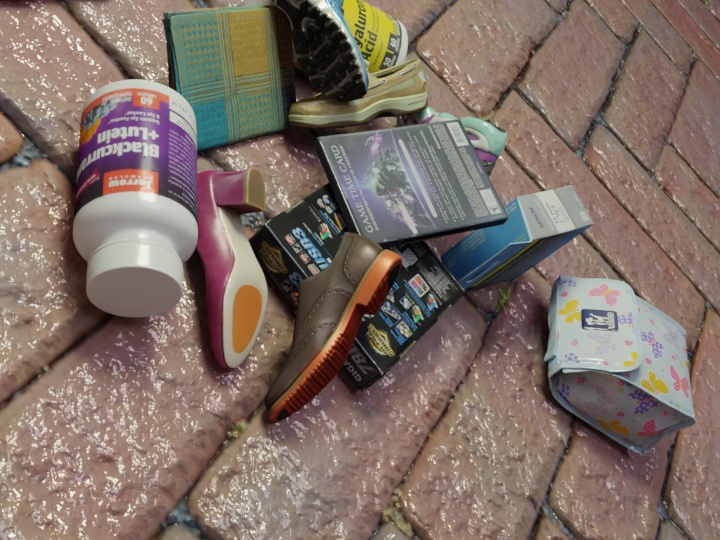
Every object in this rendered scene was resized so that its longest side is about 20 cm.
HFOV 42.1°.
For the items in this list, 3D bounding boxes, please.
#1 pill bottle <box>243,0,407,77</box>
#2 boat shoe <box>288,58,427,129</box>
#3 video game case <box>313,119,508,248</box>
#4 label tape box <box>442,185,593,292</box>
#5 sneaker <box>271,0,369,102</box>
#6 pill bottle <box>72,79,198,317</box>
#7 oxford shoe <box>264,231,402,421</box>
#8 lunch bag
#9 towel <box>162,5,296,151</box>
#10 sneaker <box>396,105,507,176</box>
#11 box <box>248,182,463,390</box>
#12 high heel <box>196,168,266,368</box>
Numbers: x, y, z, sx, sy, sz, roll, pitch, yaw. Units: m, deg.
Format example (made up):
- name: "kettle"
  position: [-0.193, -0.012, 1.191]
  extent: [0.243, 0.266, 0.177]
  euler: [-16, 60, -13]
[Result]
- name: "pill bottle"
  position: [-0.046, -0.301, 1.183]
  extent: [0.198, 0.111, 0.113]
  euler: [17, 50, -33]
- name: "boat shoe"
  position: [-0.004, -0.222, 1.141]
  extent: [0.198, 0.071, 0.077]
  euler: [-20, 116, -35]
- name: "video game case"
  position: [0.059, -0.101, 1.067]
  extent: [0.198, 0.019, 0.144]
  euler: [-12, 67, -28]
- name: "label tape box"
  position: [0.180, -0.035, 1.173]
  extent: [0.199, 0.143, 0.067]
  euler: [-12, 69, -47]
- name: "sneaker"
  position: [-0.037, -0.293, 1.072]
  extent: [0.090, 0.078, 0.202]
  euler: [-36, 103, -48]
- name: "pill bottle"
  position: [-0.204, -0.065, 0.854]
  extent: [0.110, 0.111, 0.202]
  euler: [17, 50, -34]
- name: "oxford shoe"
  position: [-0.041, 0.054, 0.917]
  extent: [0.072, 0.071, 0.201]
  euler: [32, 76, 15]
- name: "lunch bag"
  position: [0.331, 0.112, 1.225]
  extent: [0.199, 0.127, 0.171]
  euler: [31, 41, -13]
- name: "towel"
  position: [-0.140, -0.217, 1.042]
  extent: [0.199, 0.021, 0.149]
  euler: [-26, 120, -52]
- name: "sneaker"
  position: [0.092, -0.134, 1.211]
  extent: [0.077, 0.199, 0.142]
  euler: [18, 95, -33]
- name: "box"
  position: [0.000, 0.000, 1.037]
  extent: [0.201, 0.050, 0.198]
  euler: [50, 42, 1]
- name: "high heel"
  position: [-0.147, -0.003, 0.920]
  extent: [0.067, 0.095, 0.203]
  euler: [19, 67, -59]
